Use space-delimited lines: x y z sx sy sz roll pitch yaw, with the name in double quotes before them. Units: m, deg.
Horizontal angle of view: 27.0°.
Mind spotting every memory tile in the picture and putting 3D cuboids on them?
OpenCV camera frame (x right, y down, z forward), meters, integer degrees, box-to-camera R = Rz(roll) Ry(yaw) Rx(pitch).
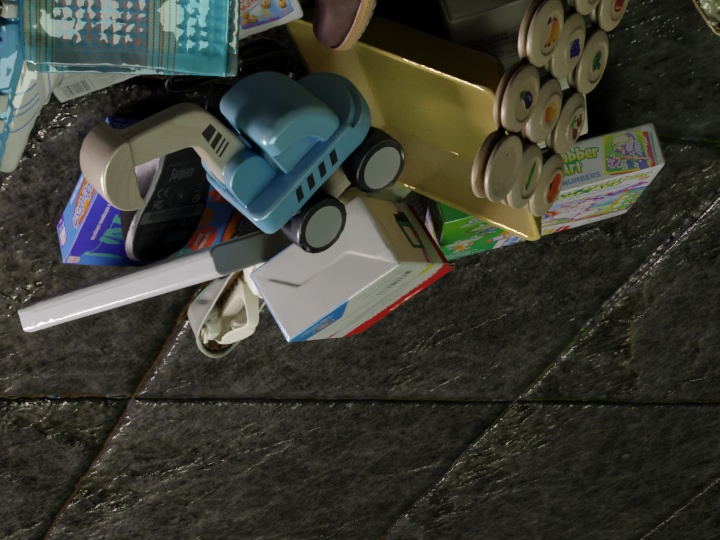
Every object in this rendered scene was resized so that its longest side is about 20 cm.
"memory tile" 0.143 -0.140 1.098 0.153 0.017 0.202 12 98 -62

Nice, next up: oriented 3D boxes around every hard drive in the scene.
"hard drive" -0.166 0.006 1.240 0.199 0.027 0.132 -16 -178 28

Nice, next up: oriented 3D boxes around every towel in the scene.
"towel" -0.148 -0.216 0.958 0.145 0.022 0.202 2 122 -5

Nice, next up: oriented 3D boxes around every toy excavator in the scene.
"toy excavator" -0.090 -0.092 1.110 0.195 0.100 0.200 -46 139 -5

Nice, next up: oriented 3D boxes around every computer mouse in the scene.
"computer mouse" -0.124 -0.102 1.179 0.140 0.046 0.201 -19 141 -41

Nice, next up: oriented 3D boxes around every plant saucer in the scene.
"plant saucer" 0.054 -0.125 1.178 0.049 0.199 0.200 -54 149 -19

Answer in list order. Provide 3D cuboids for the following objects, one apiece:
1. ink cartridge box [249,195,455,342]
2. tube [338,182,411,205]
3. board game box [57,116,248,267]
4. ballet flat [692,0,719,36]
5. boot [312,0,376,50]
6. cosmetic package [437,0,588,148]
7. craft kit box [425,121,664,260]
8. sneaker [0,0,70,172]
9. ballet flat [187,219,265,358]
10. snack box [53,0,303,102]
"ink cartridge box" 0.000 0.000 1.272 0.116 0.068 0.200 -35 170 14
"tube" -0.028 -0.033 1.349 0.052 0.058 0.200 38 142 -11
"board game box" -0.143 -0.060 1.289 0.198 0.045 0.152 2 145 -29
"ballet flat" 0.277 -0.242 1.173 0.070 0.066 0.200 -29 147 21
"boot" -0.066 -0.238 1.021 0.165 0.073 0.201 1 137 -10
"cosmetic package" 0.121 -0.177 1.197 0.104 0.072 0.200 -16 149 1
"craft kit box" 0.160 -0.067 1.359 0.198 0.049 0.198 -15 168 -2
"sneaker" -0.222 -0.150 1.051 0.086 0.075 0.201 -3 134 -26
"ballet flat" -0.091 0.010 1.321 0.067 0.064 0.200 5 143 -32
"snack box" -0.145 -0.184 1.108 0.198 0.024 0.072 -19 147 5
